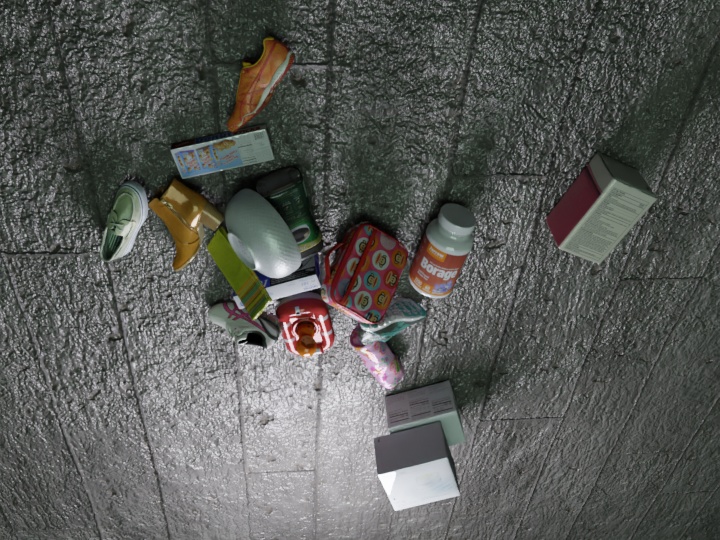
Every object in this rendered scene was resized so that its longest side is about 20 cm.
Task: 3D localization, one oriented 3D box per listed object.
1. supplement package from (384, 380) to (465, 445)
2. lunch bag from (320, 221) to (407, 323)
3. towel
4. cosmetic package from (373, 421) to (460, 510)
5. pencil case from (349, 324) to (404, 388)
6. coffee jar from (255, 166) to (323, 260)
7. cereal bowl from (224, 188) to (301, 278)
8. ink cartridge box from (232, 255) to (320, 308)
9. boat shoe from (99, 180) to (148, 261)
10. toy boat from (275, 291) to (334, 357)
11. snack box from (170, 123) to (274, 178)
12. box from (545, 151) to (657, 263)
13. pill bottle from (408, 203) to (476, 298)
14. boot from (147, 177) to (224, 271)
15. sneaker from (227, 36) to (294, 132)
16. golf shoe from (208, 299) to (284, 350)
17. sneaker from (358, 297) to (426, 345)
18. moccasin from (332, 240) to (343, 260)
[{"bbox_3d":[0.184,0.425,1.977,0.196,0.112,0.157,-15,131,8],"label":"supplement package"},{"bbox_3d":[0.000,0.000,1.540,0.174,0.081,0.203,29,77,-25],"label":"lunch bag"},{"bbox_3d":[-0.270,0.008,1.518,0.018,0.202,0.086,-24,165,-49],"label":"towel"},{"bbox_3d":[0.158,0.545,1.924,0.195,0.124,0.202,-16,130,7],"label":"cosmetic package"},{"bbox_3d":[0.046,0.221,1.804,0.086,0.088,0.201,-23,131,13],"label":"pencil case"},{"bbox_3d":[-0.147,-0.112,1.479,0.103,0.086,0.202,-23,131,-7],"label":"coffee jar"},{"bbox_3d":[-0.216,-0.063,1.436,0.083,0.199,0.202,-38,135,-21],"label":"cereal bowl"},{"bbox_3d":[-0.190,0.017,1.583,0.196,0.095,0.045,-15,132,6],"label":"ink cartridge box"},{"bbox_3d":[-0.497,-0.096,1.453,0.071,0.062,0.202,28,126,1],"label":"boat shoe"},{"bbox_3d":[-0.133,0.152,1.684,0.128,0.132,0.203,-11,132,2],"label":"toy boat"},{"bbox_3d":[-0.276,-0.239,1.395,0.195,0.025,0.073,-11,132,2],"label":"snack box"},{"bbox_3d":[0.527,-0.136,1.534,0.126,0.110,0.202,17,127,-21],"label":"box"},{"bbox_3d":[0.187,-0.045,1.567,0.110,0.113,0.202,8,130,-14],"label":"pill bottle"},{"bbox_3d":[-0.396,-0.100,1.483,0.143,0.071,0.201,34,122,-20],"label":"boot"},{"bbox_3d":[-0.199,-0.347,1.296,0.077,0.073,0.201,36,116,-7],"label":"sneaker"},{"bbox_3d":[-0.283,0.129,1.638,0.196,0.092,0.074,13,129,19],"label":"golf shoe"},{"bbox_3d":[0.072,0.129,1.703,0.196,0.078,0.092,-10,136,-30],"label":"sneaker"},{"bbox_3d":[-0.008,0.019,1.626,0.079,0.069,0.202,-16,131,7],"label":"moccasin"}]
